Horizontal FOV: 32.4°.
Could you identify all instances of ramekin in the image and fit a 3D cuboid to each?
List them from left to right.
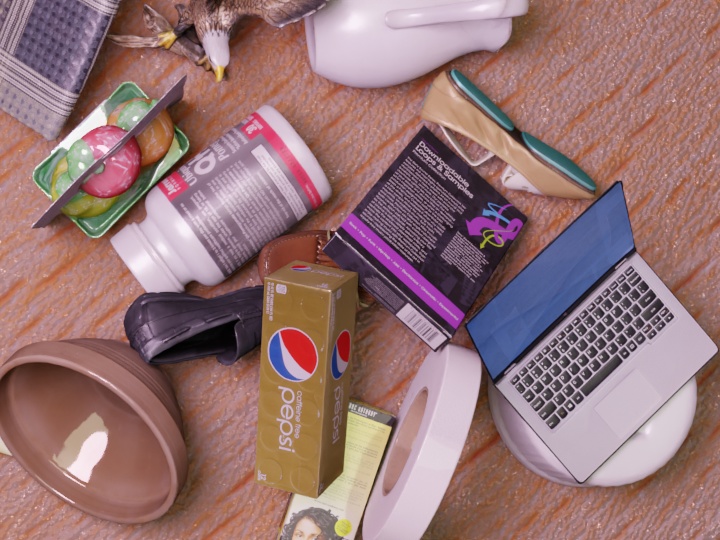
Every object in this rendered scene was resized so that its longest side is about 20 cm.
[{"bbox_3d":[0.231,0.116,1.216,0.198,0.098,0.203,0,88,-5],"label":"ramekin"}]

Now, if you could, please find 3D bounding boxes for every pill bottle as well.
[{"bbox_3d":[-0.134,-0.056,1.179,0.199,0.111,0.111,-38,92,-7],"label":"pill bottle"}]

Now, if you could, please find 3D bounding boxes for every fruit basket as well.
[{"bbox_3d":[-0.231,-0.108,1.127,0.094,0.200,0.185,45,85,-3],"label":"fruit basket"}]

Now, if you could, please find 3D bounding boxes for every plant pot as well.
[{"bbox_3d":[-0.235,0.131,1.148,0.200,0.201,0.093,38,45,-3],"label":"plant pot"}]

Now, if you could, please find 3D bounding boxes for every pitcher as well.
[{"bbox_3d":[0.051,-0.240,1.176,0.197,0.172,0.123,-7,97,-7],"label":"pitcher"}]

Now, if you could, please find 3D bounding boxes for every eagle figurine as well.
[{"bbox_3d":[-0.126,-0.248,1.139,0.151,0.200,0.152,-30,84,-36],"label":"eagle figurine"}]

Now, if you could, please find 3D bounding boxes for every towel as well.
[{"bbox_3d":[-0.314,-0.249,1.157,0.199,0.034,0.194,34,107,20],"label":"towel"}]

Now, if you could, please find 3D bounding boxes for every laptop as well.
[{"bbox_3d":[0.213,0.061,1.109,0.187,0.116,0.200,-42,92,-6],"label":"laptop"}]

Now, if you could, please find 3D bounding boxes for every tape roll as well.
[{"bbox_3d":[0.056,0.163,1.145,0.037,0.203,0.205,22,85,-4],"label":"tape roll"}]

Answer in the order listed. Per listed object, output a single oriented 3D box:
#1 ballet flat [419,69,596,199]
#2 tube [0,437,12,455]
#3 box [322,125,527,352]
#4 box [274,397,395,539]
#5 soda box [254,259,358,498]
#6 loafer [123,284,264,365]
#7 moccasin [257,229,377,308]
[{"bbox_3d":[0.145,-0.121,1.240,0.199,0.069,0.063,38,111,-7],"label":"ballet flat"},{"bbox_3d":[-0.419,0.125,1.175,0.197,0.052,0.058,9,127,-10],"label":"tube"},{"bbox_3d":[0.066,-0.035,1.181,0.143,0.036,0.200,42,47,-3],"label":"box"},{"bbox_3d":[-0.032,0.224,1.208,0.074,0.050,0.202,18,85,-4],"label":"box"},{"bbox_3d":[-0.049,0.099,1.125,0.067,0.064,0.203,11,109,20],"label":"soda box"},{"bbox_3d":[-0.125,0.058,1.165,0.199,0.068,0.071,-2,50,-34],"label":"loafer"},{"bbox_3d":[0.000,0.002,1.183,0.199,0.078,0.075,12,83,-21],"label":"moccasin"}]
